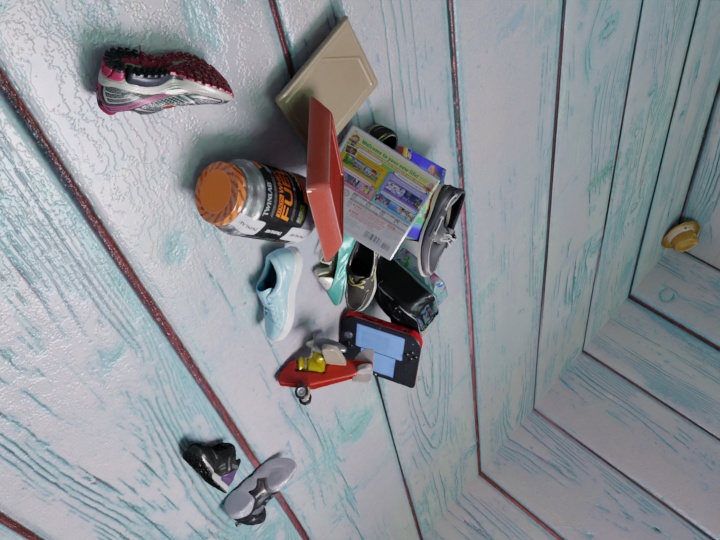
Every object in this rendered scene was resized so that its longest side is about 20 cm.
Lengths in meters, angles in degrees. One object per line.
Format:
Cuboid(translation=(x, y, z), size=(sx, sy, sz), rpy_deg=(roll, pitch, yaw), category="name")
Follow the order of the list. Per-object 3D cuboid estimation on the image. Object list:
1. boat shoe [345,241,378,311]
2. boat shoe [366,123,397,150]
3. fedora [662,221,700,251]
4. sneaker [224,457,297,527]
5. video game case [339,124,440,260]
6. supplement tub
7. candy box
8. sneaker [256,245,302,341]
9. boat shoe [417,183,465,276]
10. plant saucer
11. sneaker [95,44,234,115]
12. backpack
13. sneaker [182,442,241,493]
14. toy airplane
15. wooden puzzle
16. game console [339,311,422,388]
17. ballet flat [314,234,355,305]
Cuboid(translation=(0.000, 0.000, 1.584), size=(0.060, 0.071, 0.203), rpy_deg=(-32, 138, -62), category="boat shoe")
Cuboid(translation=(0.006, -0.185, 1.426), size=(0.071, 0.061, 0.203), rpy_deg=(22, 99, -35), category="boat shoe")
Cuboid(translation=(1.583, -0.151, 3.612), size=(0.198, 0.082, 0.202), rpy_deg=(-12, 142, -9), category="fedora")
Cuboid(translation=(-0.235, 0.541, 1.789), size=(0.199, 0.075, 0.115), rpy_deg=(-34, 144, -23), category="sneaker")
Cuboid(translation=(0.022, -0.146, 1.397), size=(0.183, 0.199, 0.022), rpy_deg=(-58, -169, 11), category="video game case")
Cuboid(translation=(-0.166, -0.112, 1.209), size=(0.199, 0.122, 0.124), rpy_deg=(5, 115, -56), category="supplement tub")
Cuboid(translation=(0.095, -0.155, 1.533), size=(0.199, 0.076, 0.171), rpy_deg=(12, 88, -57), category="candy box")
Cuboid(translation=(-0.172, 0.048, 1.416), size=(0.081, 0.074, 0.202), rpy_deg=(-9, 118, -40), category="sneaker")
Cuboid(translation=(0.171, -0.083, 1.546), size=(0.072, 0.062, 0.202), rpy_deg=(25, 78, -59), category="boat shoe")
Cuboid(translation=(-0.054, -0.150, 1.231), size=(0.201, 0.036, 0.202), rpy_deg=(80, 9, -56), category="plant saucer")
Cuboid(translation=(-0.263, -0.249, 0.997), size=(0.199, 0.081, 0.075), rpy_deg=(-6, 139, -43), category="sneaker")
Cuboid(translation=(0.113, 0.059, 1.718), size=(0.150, 0.177, 0.201), rpy_deg=(-41, 151, -13), category="backpack")
Cuboid(translation=(-0.309, 0.392, 1.560), size=(0.088, 0.075, 0.201), rpy_deg=(-57, 157, -26), category="sneaker")
Cuboid(translation=(-0.064, 0.202, 1.638), size=(0.198, 0.143, 0.199), rpy_deg=(6, 148, -43), category="toy airplane")
Cuboid(translation=(-0.057, -0.310, 1.266), size=(0.186, 0.037, 0.200), rpy_deg=(-52, 154, -8), category="wooden puzzle")
Cuboid(translation=(0.045, 0.187, 1.730), size=(0.031, 0.198, 0.178), rpy_deg=(-56, 159, -49), category="game console")
Cuboid(translation=(-0.059, -0.015, 1.526), size=(0.070, 0.068, 0.202), rpy_deg=(-2, 124, -25), category="ballet flat")
